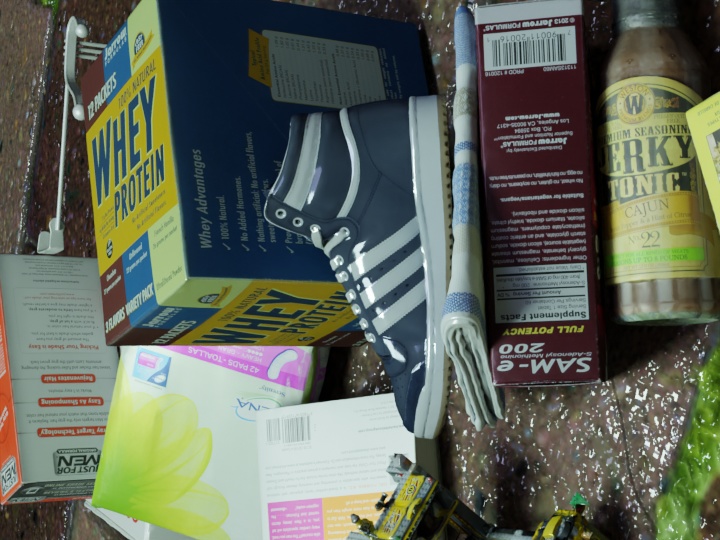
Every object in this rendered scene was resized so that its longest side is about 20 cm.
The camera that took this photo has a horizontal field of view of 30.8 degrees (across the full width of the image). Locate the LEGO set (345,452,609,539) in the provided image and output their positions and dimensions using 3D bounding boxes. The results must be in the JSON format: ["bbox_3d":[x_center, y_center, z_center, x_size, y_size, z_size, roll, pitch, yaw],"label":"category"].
[{"bbox_3d":[0.040,0.192,0.737,0.200,0.116,0.154,-54,22,-14],"label":"LEGO set"}]

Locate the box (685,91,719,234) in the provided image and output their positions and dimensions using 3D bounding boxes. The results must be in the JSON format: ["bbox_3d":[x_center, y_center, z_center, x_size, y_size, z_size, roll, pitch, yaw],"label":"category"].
[{"bbox_3d":[0.213,0.011,0.598,0.050,0.075,0.201,-32,62,47],"label":"box"}]

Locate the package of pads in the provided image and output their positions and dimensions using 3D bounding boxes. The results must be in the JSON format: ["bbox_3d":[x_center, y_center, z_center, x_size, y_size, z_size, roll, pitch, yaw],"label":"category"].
[{"bbox_3d":[-0.109,0.107,0.998,0.154,0.068,0.201,17,107,8],"label":"package of pads"}]

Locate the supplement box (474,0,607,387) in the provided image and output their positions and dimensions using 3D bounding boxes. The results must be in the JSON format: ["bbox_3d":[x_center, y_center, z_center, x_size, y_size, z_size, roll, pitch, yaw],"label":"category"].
[{"bbox_3d":[0.102,-0.037,0.722,0.060,0.109,0.202,-3,85,12],"label":"supplement box"}]

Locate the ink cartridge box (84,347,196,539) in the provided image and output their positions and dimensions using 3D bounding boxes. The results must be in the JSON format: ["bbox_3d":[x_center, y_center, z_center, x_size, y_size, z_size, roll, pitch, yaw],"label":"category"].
[{"bbox_3d":[-0.172,0.120,1.133,0.146,0.082,0.201,15,101,55],"label":"ink cartridge box"}]

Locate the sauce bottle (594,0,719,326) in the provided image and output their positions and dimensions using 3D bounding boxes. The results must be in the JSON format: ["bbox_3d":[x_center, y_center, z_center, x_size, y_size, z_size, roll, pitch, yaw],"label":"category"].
[{"bbox_3d":[0.155,-0.072,0.691,0.065,0.064,0.202,-13,79,54],"label":"sauce bottle"}]

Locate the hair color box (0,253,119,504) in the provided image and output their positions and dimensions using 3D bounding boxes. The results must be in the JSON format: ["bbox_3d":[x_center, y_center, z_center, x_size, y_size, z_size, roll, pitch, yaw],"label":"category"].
[{"bbox_3d":[-0.257,0.089,1.098,0.061,0.101,0.201,-40,55,48],"label":"hair color box"}]

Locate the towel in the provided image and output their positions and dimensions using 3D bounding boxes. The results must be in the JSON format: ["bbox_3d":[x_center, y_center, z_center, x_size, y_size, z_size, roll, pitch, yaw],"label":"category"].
[{"bbox_3d":[0.064,-0.026,0.741,0.147,0.024,0.201,68,-158,-60],"label":"towel"}]

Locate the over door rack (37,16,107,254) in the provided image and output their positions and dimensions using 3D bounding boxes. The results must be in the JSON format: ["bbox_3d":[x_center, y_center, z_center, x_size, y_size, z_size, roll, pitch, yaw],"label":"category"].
[{"bbox_3d":[-0.182,-0.103,1.105,0.067,0.147,0.201,26,110,58],"label":"over door rack"}]

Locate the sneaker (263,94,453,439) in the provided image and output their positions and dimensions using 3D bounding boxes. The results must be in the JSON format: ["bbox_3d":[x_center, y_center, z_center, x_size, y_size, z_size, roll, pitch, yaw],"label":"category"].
[{"bbox_3d":[0.000,0.000,0.765,0.070,0.108,0.201,-82,-10,-81],"label":"sneaker"}]

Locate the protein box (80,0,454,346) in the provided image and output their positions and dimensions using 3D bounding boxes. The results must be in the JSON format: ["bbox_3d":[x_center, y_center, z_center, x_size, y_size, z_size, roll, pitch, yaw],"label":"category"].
[{"bbox_3d":[-0.063,-0.061,0.875,0.135,0.199,0.200,-33,61,53],"label":"protein box"}]

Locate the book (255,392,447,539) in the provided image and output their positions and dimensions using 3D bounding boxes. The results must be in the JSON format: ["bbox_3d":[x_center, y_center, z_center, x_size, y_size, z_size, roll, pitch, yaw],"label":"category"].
[{"bbox_3d":[-0.008,0.189,0.887,0.133,0.048,0.201,-10,78,30],"label":"book"}]
